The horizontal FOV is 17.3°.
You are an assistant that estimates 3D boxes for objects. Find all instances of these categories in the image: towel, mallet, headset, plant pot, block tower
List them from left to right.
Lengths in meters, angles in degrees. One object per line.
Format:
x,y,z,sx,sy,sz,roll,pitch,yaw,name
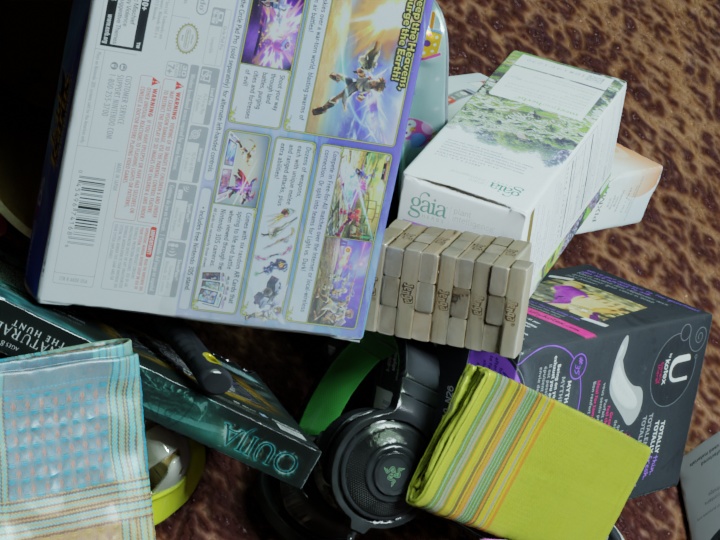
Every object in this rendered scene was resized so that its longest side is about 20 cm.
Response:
-0.158,0.140,1.165,0.147,0.022,0.200,-9,94,-42,towel
-0.148,-0.118,1.333,0.186,0.187,0.200,29,5,-23,plant pot
-0.124,0.013,1.301,0.066,0.041,0.200,24,12,-27,mallet
-0.020,0.114,1.326,0.094,0.123,0.200,27,58,-24,headset
0.000,0.000,1.334,0.200,0.054,0.058,11,19,15,block tower
0.099,0.115,1.359,0.018,0.086,0.200,30,2,38,towel

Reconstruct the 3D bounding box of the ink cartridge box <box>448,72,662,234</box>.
0.087,-0.078,1.570,0.162,0.050,0.200,30,18,26,ink cartridge box

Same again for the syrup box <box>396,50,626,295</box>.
0.091,-0.054,1.434,0.079,0.082,0.200,17,33,16,syrup box

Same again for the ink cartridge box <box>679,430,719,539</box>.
0.304,0.211,1.580,0.146,0.083,0.200,21,45,-31,ink cartridge box

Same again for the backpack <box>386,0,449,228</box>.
-0.035,-0.127,1.447,0.153,0.176,0.200,-25,50,-18,backpack

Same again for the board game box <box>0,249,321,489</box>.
-0.127,0.048,1.286,0.200,0.028,0.135,28,6,-22,board game box

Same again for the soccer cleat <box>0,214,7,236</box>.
-0.271,-0.091,1.311,0.200,0.076,0.067,56,4,-15,soccer cleat

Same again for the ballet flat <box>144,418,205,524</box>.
-0.135,0.108,1.257,0.200,0.067,0.067,-21,76,-51,ballet flat

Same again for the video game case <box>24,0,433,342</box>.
-0.069,-0.073,1.239,0.181,0.200,0.045,8,12,-20,video game case

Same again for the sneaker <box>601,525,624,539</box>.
0.159,0.235,1.453,0.200,0.072,0.083,65,7,27,sneaker

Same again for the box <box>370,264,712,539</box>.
0.109,0.076,1.449,0.106,0.122,0.200,23,20,38,box

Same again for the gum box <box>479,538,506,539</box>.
0.157,0.230,1.354,0.200,0.066,0.114,9,59,-4,gum box

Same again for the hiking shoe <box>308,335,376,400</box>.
0.022,-0.009,1.502,0.101,0.076,0.200,47,39,-7,hiking shoe
